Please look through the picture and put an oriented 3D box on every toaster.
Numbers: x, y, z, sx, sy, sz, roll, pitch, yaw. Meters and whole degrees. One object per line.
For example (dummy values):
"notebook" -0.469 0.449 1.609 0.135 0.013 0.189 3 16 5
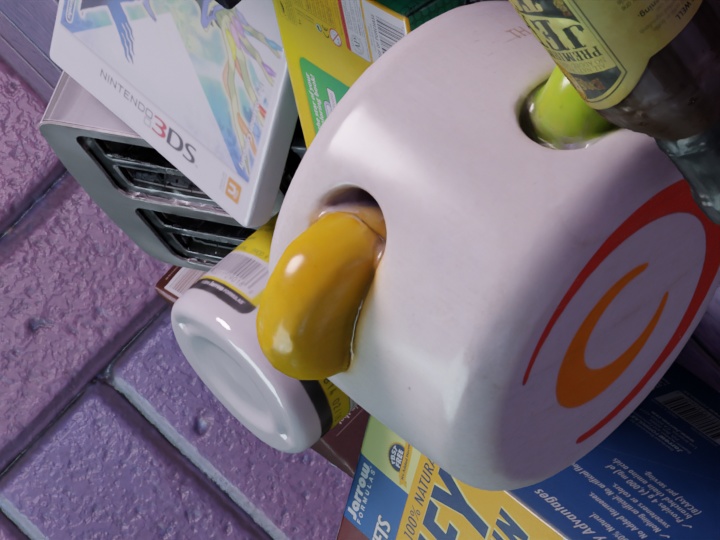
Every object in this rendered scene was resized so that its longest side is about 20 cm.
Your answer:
"toaster" -0.083 -0.086 1.299 0.200 0.119 0.181 11 155 28

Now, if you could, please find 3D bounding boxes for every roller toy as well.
"roller toy" 0.056 -0.012 0.892 0.140 0.200 0.182 36 175 28

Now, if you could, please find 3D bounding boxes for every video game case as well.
"video game case" -0.091 -0.152 1.118 0.182 0.022 0.200 40 130 30

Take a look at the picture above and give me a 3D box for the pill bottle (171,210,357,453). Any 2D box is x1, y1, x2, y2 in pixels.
"pill bottle" 0.000 0.000 1.190 0.111 0.200 0.111 42 160 19

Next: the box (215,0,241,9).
"box" -0.114 -0.240 0.915 0.200 0.104 0.182 40 172 35

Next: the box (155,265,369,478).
"box" -0.030 0.035 1.725 0.200 0.164 0.166 47 171 -19

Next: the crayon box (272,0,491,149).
"crayon box" 0.023 -0.073 1.022 0.119 0.058 0.200 36 149 43

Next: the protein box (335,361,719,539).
"protein box" 0.127 0.147 1.201 0.198 0.200 0.135 37 126 35

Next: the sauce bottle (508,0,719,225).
"sauce bottle" 0.092 -0.095 0.749 0.200 0.065 0.065 49 171 -28
